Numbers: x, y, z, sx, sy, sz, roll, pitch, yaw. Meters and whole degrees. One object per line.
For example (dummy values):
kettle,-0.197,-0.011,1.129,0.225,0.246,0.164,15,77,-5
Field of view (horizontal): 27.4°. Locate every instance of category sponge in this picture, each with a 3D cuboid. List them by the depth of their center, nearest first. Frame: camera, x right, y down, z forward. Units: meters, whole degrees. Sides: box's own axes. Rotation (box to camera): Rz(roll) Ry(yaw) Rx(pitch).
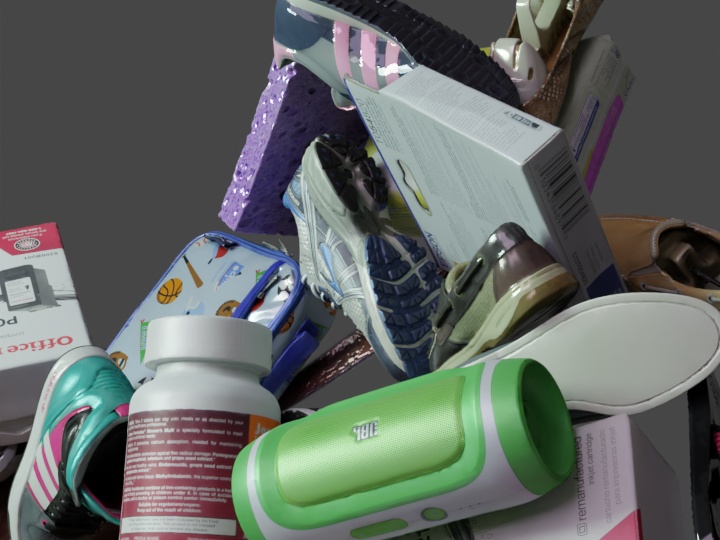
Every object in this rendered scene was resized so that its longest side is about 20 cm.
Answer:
sponge,-0.035,-0.121,1.173,0.030,0.111,0.201,38,115,36

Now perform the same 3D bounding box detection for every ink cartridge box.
ink cartridge box,0.091,0.191,0.889,0.199,0.084,0.145,-21,44,25
ink cartridge box,0.091,-0.044,1.002,0.041,0.200,0.200,-41,41,-14
ink cartridge box,-0.315,0.056,1.296,0.144,0.084,0.200,-11,38,-15

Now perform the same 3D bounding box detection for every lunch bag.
lunch bag,-0.116,0.063,1.181,0.160,0.076,0.200,22,73,45

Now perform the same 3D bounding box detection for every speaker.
speaker,0.023,0.114,0.882,0.199,0.088,0.089,-20,46,26

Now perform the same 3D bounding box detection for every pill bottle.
pill bottle,-0.112,0.138,1.040,0.109,0.109,0.201,-7,73,35

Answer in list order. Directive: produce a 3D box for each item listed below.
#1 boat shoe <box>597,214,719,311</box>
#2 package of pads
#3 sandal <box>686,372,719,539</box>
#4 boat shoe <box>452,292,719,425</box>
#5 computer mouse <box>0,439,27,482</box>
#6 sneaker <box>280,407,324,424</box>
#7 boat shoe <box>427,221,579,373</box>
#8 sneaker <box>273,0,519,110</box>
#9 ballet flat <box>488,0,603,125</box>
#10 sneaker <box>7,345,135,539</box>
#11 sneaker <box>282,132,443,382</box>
boat shoe,0.209,-0.008,0.968,0.200,0.076,0.072,19,70,47
package of pads,0.097,-0.099,1.145,0.199,0.068,0.155,1,56,41
sandal,0.218,0.126,0.852,0.045,0.075,0.201,-12,46,19
boat shoe,0.132,0.060,0.912,0.199,0.062,0.073,-22,87,21
computer mouse,-0.332,0.133,1.325,0.109,0.044,0.200,-29,37,7
sneaker,0.011,0.127,1.036,0.199,0.080,0.074,-6,94,51
boat shoe,0.084,0.022,0.975,0.071,0.201,0.066,-23,78,-19
sneaker,0.022,-0.141,1.056,0.200,0.082,0.070,34,40,20
ballet flat,0.122,-0.161,1.075,0.070,0.065,0.201,1,55,35
sneaker,-0.201,0.172,1.111,0.121,0.083,0.201,37,119,49
sneaker,0.000,0.000,1.117,0.085,0.077,0.201,-41,64,42
